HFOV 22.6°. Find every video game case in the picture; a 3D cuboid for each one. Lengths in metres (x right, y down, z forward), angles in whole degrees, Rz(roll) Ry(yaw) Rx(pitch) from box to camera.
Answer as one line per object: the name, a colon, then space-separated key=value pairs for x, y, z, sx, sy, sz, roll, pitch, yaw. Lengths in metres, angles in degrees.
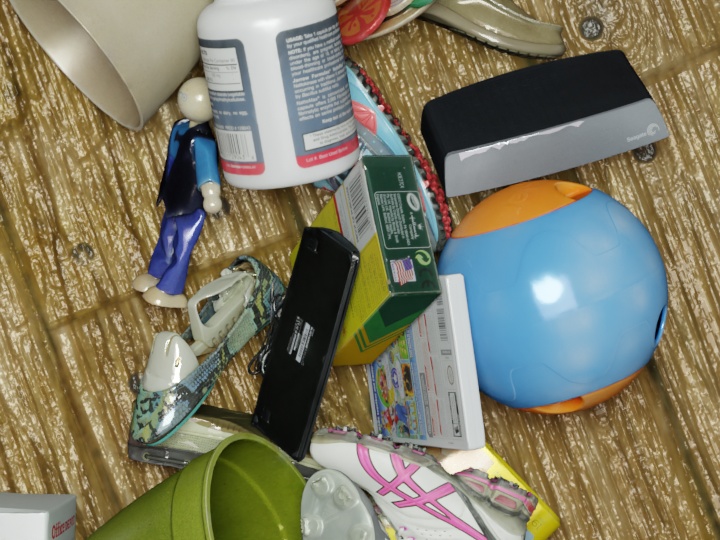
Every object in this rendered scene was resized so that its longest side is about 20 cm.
video game case: x=0.048 y=0.078 z=1.542 sx=0.018 sy=0.200 sz=0.144 roll=-8 pitch=90 yaw=-22

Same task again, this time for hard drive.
hard drive: x=0.156 y=-0.133 z=1.577 sx=0.200 sy=0.135 sz=0.042 roll=-15 pitch=124 yaw=0

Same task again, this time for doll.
doll: x=-0.153 y=-0.070 z=1.583 sx=0.048 sy=0.136 sz=0.200 roll=8 pitch=102 yaw=-24

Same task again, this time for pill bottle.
pill bottle: x=-0.073 y=-0.178 z=1.510 sx=0.119 sy=0.120 sz=0.200 roll=-9 pitch=106 yaw=0

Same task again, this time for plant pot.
plant pot: x=-0.181 y=-0.258 z=1.574 sx=0.200 sy=0.187 sz=0.187 roll=-43 pitch=89 yaw=-15
plant pot: x=-0.147 y=0.261 z=1.497 sx=0.193 sy=0.200 sz=0.201 roll=-23 pitch=89 yaw=23

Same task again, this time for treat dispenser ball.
treat dispenser ball: x=0.161 y=0.023 z=1.539 sx=0.200 sy=0.201 sz=0.201 roll=0 pitch=89 yaw=1

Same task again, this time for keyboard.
keyboard: x=-0.043 y=0.055 z=1.545 sx=0.040 sy=0.104 sz=0.200 roll=0 pitch=115 yaw=-40

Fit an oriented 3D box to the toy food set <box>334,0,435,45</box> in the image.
toy food set: x=0.011 y=-0.285 z=1.575 sx=0.200 sy=0.049 sz=0.198 roll=20 pitch=78 yaw=37

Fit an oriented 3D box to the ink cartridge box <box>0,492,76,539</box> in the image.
ink cartridge box: x=-0.330 y=0.295 z=1.565 sx=0.144 sy=0.145 sz=0.201 roll=1 pitch=89 yaw=0

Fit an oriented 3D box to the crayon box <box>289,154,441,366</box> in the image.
crayon box: x=0.000 y=0.000 z=1.545 sx=0.051 sy=0.200 sz=0.127 roll=-3 pitch=68 yaw=-23

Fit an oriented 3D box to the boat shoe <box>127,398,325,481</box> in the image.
boat shoe: x=-0.112 y=0.164 z=1.608 sx=0.200 sy=0.072 sz=0.066 roll=14 pitch=102 yaw=4

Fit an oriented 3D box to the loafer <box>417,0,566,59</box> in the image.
loafer: x=0.095 y=-0.244 z=1.607 sx=0.200 sy=0.076 sz=0.068 roll=21 pitch=95 yaw=1

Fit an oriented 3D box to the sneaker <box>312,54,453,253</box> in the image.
sneaker: x=0.007 y=-0.091 z=1.615 sx=0.095 sy=0.079 sz=0.200 roll=-34 pitch=81 yaw=11

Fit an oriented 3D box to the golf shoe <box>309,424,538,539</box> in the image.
golf shoe: x=0.045 y=0.194 z=1.520 sx=0.200 sy=0.073 sz=0.092 roll=22 pitch=85 yaw=5

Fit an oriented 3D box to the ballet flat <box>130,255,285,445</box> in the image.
ballet flat: x=-0.144 y=0.062 z=1.576 sx=0.074 sy=0.074 sz=0.200 roll=38 pitch=60 yaw=1

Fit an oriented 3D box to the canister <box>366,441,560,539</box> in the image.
canister: x=0.059 y=0.242 z=1.594 sx=0.200 sy=0.087 sz=0.149 roll=-44 pitch=88 yaw=-2

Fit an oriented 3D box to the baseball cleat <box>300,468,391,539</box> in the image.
baseball cleat: x=0.013 y=0.260 z=1.507 sx=0.070 sy=0.106 sz=0.200 roll=-27 pitch=75 yaw=17
